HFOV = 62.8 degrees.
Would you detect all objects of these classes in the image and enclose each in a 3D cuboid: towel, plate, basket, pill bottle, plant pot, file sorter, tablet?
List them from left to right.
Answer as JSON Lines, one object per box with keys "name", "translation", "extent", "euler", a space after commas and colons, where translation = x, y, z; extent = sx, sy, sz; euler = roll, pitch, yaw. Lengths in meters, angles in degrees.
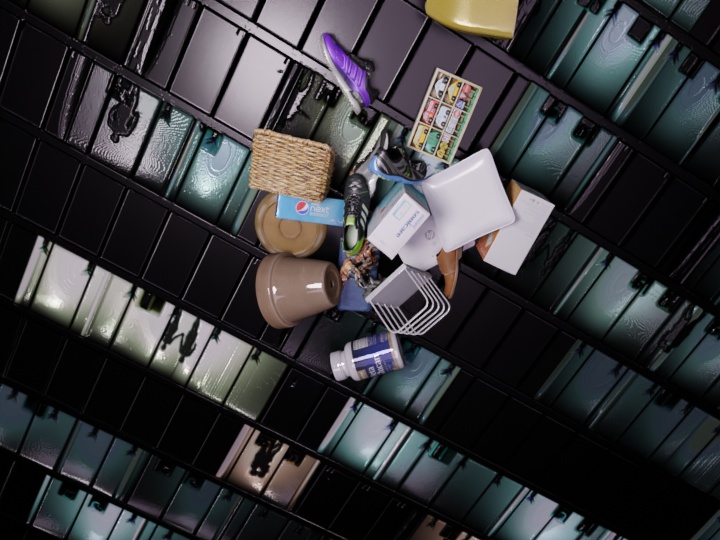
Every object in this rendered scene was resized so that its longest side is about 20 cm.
{"name": "plant pot", "translation": [-0.187, -0.120, 1.578], "extent": [0.196, 0.028, 0.203], "euler": [1, 110, 2]}
{"name": "basket", "translation": [-0.163, -0.271, 1.458], "extent": [0.197, 0.143, 0.151], "euler": [12, 113, 3]}
{"name": "plant pot", "translation": [-0.146, 0.046, 1.524], "extent": [0.172, 0.200, 0.203], "euler": [-6, 111, 23]}
{"name": "towel", "translation": [-0.008, 0.011, 1.611], "extent": [0.110, 0.049, 0.203], "euler": [6, 110, -1]}
{"name": "pill bottle", "translation": [0.019, 0.246, 1.663], "extent": [0.197, 0.111, 0.113], "euler": [-17, 109, 8]}
{"name": "file sorter", "translation": [0.133, 0.086, 1.538], "extent": [0.139, 0.199, 0.125], "euler": [-42, 68, 15]}
{"name": "tablet", "translation": [0.196, -0.080, 1.592], "extent": [0.198, 0.014, 0.131], "euler": [-28, 107, 10]}
{"name": "plate", "translation": [0.271, -0.174, 1.488], "extent": [0.198, 0.032, 0.203], "euler": [-25, 75, 27]}
{"name": "plant pot", "translation": [0.247, -0.623, 1.305], "extent": [0.196, 0.196, 0.197], "euler": [7, 111, 8]}

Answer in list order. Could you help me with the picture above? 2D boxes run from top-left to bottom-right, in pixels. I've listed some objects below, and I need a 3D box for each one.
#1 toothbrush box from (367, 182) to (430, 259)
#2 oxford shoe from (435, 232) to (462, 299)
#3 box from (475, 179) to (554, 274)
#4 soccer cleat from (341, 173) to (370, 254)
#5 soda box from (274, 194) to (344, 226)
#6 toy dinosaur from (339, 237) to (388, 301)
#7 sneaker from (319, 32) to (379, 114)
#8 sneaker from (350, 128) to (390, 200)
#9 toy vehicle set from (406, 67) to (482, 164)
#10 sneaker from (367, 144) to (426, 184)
{"name": "toothbrush box", "translation": [0.092, -0.135, 1.474], "extent": [0.085, 0.201, 0.147], "euler": [37, 108, -12]}
{"name": "oxford shoe", "translation": [0.236, -0.017, 1.584], "extent": [0.070, 0.072, 0.203], "euler": [7, 119, 11]}
{"name": "box", "translation": [0.393, -0.113, 1.517], "extent": [0.096, 0.125, 0.202], "euler": [23, 109, -7]}
{"name": "soccer cleat", "translation": [-0.014, -0.139, 1.462], "extent": [0.066, 0.081, 0.204], "euler": [4, 95, 10]}
{"name": "soda box", "translation": [-0.117, -0.158, 1.517], "extent": [0.197, 0.064, 0.069], "euler": [6, 98, -14]}
{"name": "toy dinosaur", "translation": [0.000, 0.000, 1.546], "extent": [0.136, 0.102, 0.201], "euler": [44, 130, 9]}
{"name": "sneaker", "translation": [-0.020, -0.490, 1.422], "extent": [0.099, 0.070, 0.202], "euler": [-30, 111, 4]}
{"name": "sneaker", "translation": [0.022, -0.264, 1.498], "extent": [0.078, 0.074, 0.202], "euler": [23, 109, -2]}
{"name": "toy vehicle set", "translation": [0.207, -0.383, 1.473], "extent": [0.122, 0.027, 0.203], "euler": [19, 110, -6]}
{"name": "sneaker", "translation": [0.103, -0.262, 1.443], "extent": [0.198, 0.071, 0.084], "euler": [-2, 123, -47]}
